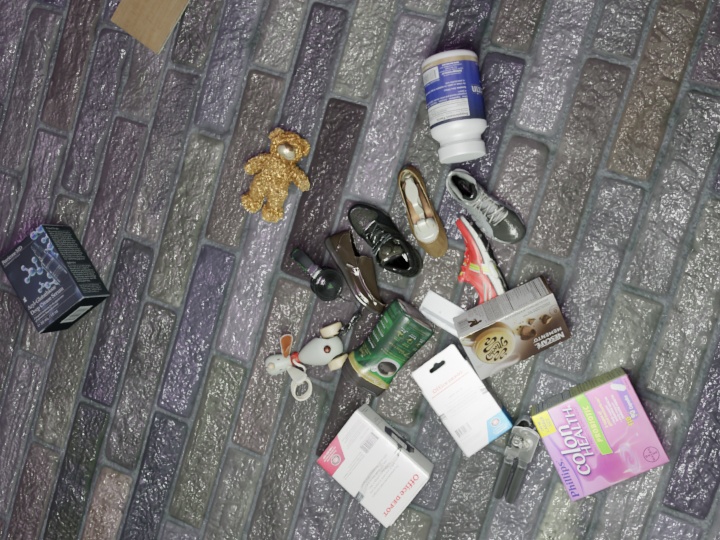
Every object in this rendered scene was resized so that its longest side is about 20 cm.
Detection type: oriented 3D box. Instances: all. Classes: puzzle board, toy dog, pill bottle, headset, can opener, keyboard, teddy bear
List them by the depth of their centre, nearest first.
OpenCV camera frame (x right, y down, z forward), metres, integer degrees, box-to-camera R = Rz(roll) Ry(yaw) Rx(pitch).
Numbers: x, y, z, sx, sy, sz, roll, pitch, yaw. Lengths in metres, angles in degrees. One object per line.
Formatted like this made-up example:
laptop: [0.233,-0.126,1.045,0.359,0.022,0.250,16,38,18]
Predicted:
can opener: [0.309,0.372,1.411,0.053,0.067,0.202,17,126,13]
pill bottle: [0.189,-0.323,1.419,0.114,0.116,0.204,-8,90,14]
keyboard: [0.215,0.114,1.476,0.198,0.011,0.057,31,93,11]
headset: [-0.078,0.040,1.487,0.200,0.124,0.094,43,86,1]
toy dog: [-0.114,0.185,1.512,0.199,0.096,0.132,-40,82,11]
teddy bear: [-0.184,-0.204,1.538,0.145,0.067,0.200,45,101,7]
puzzle board: [-0.465,-0.619,1.627,0.150,0.017,0.201,36,98,12]

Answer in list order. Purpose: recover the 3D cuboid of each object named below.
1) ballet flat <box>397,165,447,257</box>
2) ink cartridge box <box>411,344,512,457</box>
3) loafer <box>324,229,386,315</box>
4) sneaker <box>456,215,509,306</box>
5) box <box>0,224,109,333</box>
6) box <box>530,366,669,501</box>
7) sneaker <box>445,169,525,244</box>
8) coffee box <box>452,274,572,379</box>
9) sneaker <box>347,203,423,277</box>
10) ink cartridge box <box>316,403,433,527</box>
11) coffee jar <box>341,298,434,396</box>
ballet flat: [0.123,-0.121,1.461,0.067,0.072,0.203,-19,87,14]
ink cartridge box: [0.207,0.258,1.449,0.115,0.067,0.201,-36,83,12]
loafer: [0.000,0.000,1.492,0.071,0.073,0.202,-34,85,10]
sneaker: [0.229,-0.011,1.437,0.084,0.077,0.203,-24,85,18]
box: [-0.708,0.018,1.651,0.148,0.107,0.201,-35,82,12]
box: [0.455,0.313,1.374,0.198,0.097,0.178,-27,85,13]
sneaker: [0.241,-0.126,1.409,0.200,0.115,0.075,41,100,10]
coffee box: [0.295,0.111,1.391,0.198,0.080,0.114,-26,115,9]
sneaker: [0.044,-0.067,1.462,0.076,0.114,0.200,-43,80,9]
ink cartridge box: [0.033,0.403,1.485,0.199,0.084,0.145,40,100,11]
coffee jar: [0.053,0.163,1.463,0.104,0.086,0.201,31,105,-32]
